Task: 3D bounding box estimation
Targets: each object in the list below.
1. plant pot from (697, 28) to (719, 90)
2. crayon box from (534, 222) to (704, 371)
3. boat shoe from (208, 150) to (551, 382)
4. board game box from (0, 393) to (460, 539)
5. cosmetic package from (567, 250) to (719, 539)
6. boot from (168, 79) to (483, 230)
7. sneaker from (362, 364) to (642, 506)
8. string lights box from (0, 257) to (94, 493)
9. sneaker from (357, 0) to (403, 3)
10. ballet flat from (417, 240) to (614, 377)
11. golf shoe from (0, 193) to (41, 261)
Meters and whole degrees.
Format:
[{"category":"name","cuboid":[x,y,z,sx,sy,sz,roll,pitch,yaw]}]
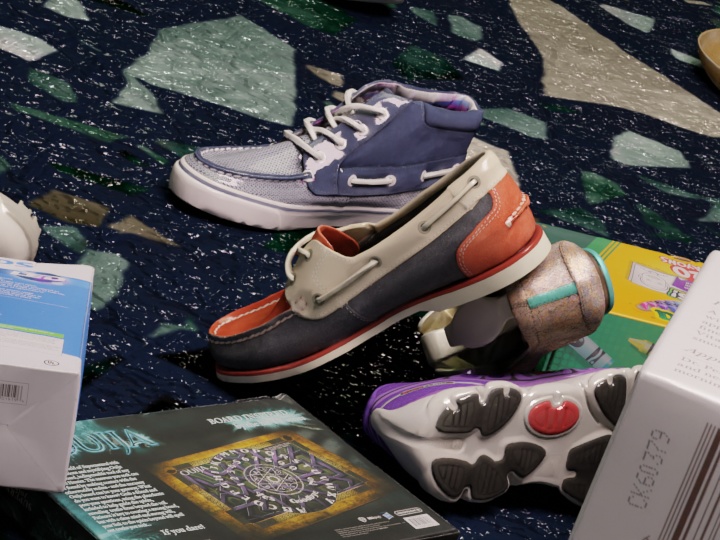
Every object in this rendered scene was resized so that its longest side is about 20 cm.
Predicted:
[{"category":"plant pot","cuboid":[0.364,-0.143,2.349,0.200,0.028,0.200,18,22,-7]},{"category":"crayon box","cuboid":[0.195,0.041,1.716,0.200,0.058,0.119,14,22,-15]},{"category":"boat shoe","cuboid":[0.000,0.000,1.493,0.063,0.200,0.071,58,26,-20]},{"category":"board game box","cuboid":[-0.068,0.111,1.366,0.200,0.028,0.135,-4,31,-45]},{"category":"cosmetic package","cuboid":[0.199,0.117,1.394,0.165,0.165,0.200,24,22,10]},{"category":"boot","cuboid":[-0.020,-0.077,1.773,0.200,0.090,0.073,3,27,-37]},{"category":"sneaker","cuboid":[0.089,0.076,1.527,0.200,0.081,0.083,7,12,-37]},{"category":"string lights box","cuboid":[-0.179,0.040,1.338,0.103,0.059,0.200,8,13,-5]},{"category":"sneaker","cuboid":[-0.024,-0.267,2.247,0.078,0.077,0.200,4,28,-38]},{"category":"ballet flat","cuboid":[0.069,0.027,1.554,0.067,0.200,0.068,-21,81,-20]},{"category":"golf shoe","cuboid":[-0.261,-0.007,1.457,0.200,0.078,0.097,8,41,-14]}]
